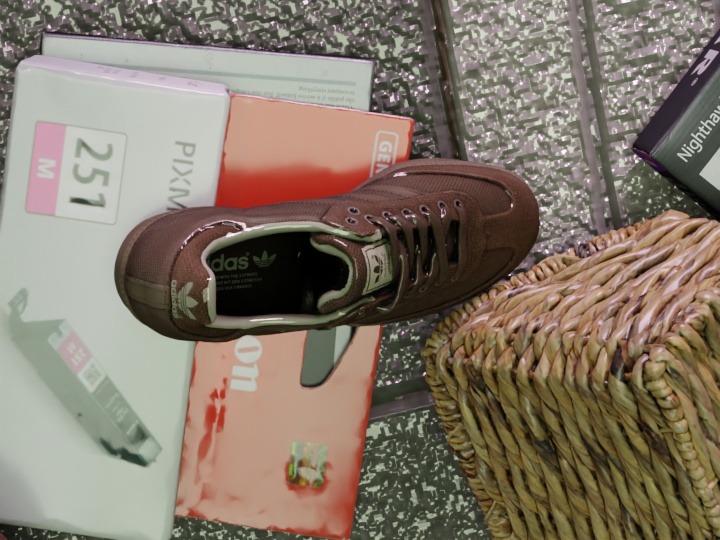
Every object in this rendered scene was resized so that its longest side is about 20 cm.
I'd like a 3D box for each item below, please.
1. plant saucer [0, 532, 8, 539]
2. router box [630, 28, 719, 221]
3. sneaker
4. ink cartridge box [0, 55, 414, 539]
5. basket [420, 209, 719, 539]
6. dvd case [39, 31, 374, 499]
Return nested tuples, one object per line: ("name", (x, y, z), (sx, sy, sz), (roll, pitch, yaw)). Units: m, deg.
("plant saucer", (-0.236, 0.129, 0.844), (0.198, 0.200, 0.035), (-9, 71, -3))
("router box", (0.241, -0.088, 0.897), (0.149, 0.051, 0.201), (37, 95, -7))
("sneaker", (0.000, 0.000, 0.842), (0.198, 0.075, 0.071), (-12, 107, -25))
("ink cartridge box", (-0.074, 0.020, 0.874), (0.172, 0.044, 0.202), (8, 99, -3))
("basket", (0.144, 0.078, 0.897), (0.143, 0.148, 0.201), (-40, 115, -34))
("dvd case", (-0.075, -0.001, 0.904), (0.149, 0.025, 0.202), (4, 99, -4))
